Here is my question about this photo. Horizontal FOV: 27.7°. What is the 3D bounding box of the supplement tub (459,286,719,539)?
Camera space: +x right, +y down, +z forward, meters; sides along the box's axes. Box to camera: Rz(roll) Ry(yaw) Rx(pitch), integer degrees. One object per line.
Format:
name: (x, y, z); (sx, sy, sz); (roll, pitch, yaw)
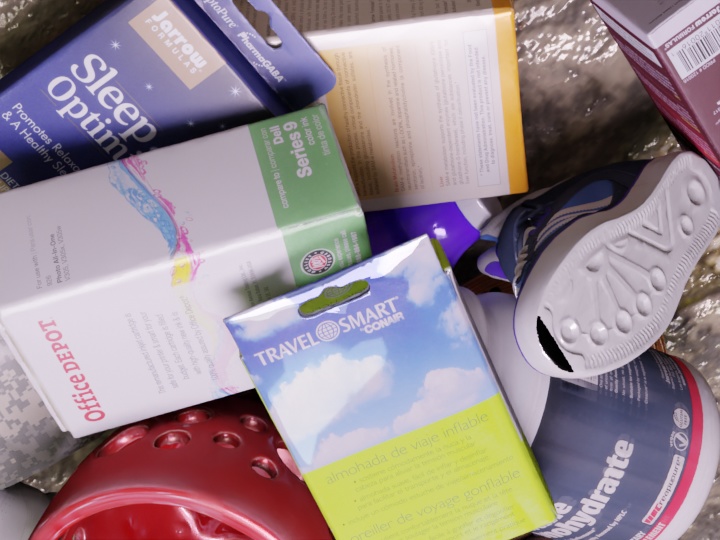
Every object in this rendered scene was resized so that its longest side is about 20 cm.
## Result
supplement tub: (0.115, 0.096, 0.936); (0.199, 0.141, 0.141); (20, 123, -22)

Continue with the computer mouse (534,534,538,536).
computer mouse: (0.077, 0.128, 1.071); (0.199, 0.044, 0.110); (20, 123, -16)

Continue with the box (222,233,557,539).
box: (0.018, 0.075, 0.804); (0.122, 0.048, 0.200); (-23, 116, 5)

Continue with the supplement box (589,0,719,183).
supplement box: (0.217, -0.099, 0.868); (0.061, 0.109, 0.200); (-36, 121, 5)

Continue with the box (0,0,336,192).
box: (-0.125, -0.090, 0.827); (0.200, 0.032, 0.121); (-32, 119, 21)

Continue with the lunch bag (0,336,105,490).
lunch bag: (-0.253, 0.043, 0.938); (0.167, 0.140, 0.200); (-19, 128, 1)

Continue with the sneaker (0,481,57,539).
sneaker: (-0.267, 0.167, 1.001); (0.080, 0.200, 0.077); (33, 74, -32)

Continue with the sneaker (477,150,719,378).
sneaker: (0.113, 0.006, 0.857); (0.146, 0.200, 0.081); (-18, 109, 49)

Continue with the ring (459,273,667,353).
ring: (0.120, 0.083, 1.026); (0.200, 0.019, 0.201); (-3, 110, -9)

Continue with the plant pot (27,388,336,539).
plant pot: (-0.092, 0.171, 0.919); (0.200, 0.183, 0.201); (4, 115, 9)

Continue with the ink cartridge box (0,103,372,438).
ink cartridge box: (-0.096, 0.004, 0.827); (0.199, 0.088, 0.145); (-17, 146, -4)

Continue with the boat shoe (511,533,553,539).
boat shoe: (0.116, 0.254, 1.148); (0.200, 0.070, 0.070); (-38, 122, 24)

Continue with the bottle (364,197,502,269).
bottle: (0.000, 0.000, 0.961); (0.200, 0.065, 0.084); (-34, 126, 20)

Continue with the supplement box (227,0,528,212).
supplement box: (-0.004, -0.105, 0.879); (0.199, 0.074, 0.126); (-6, 125, 4)
